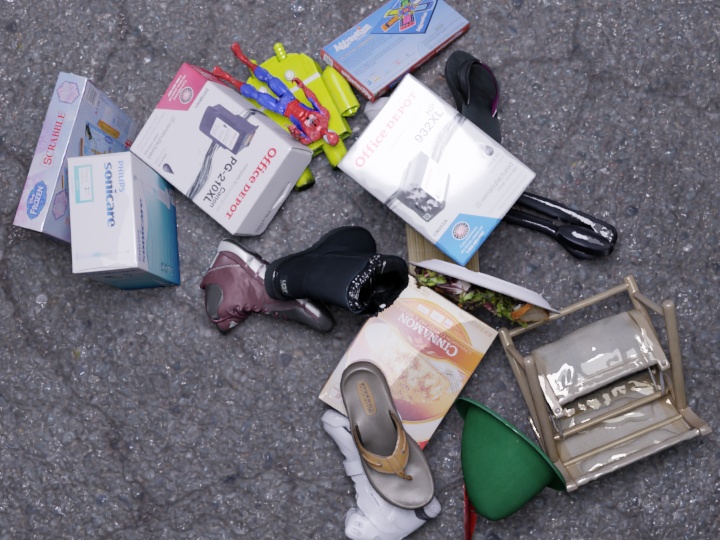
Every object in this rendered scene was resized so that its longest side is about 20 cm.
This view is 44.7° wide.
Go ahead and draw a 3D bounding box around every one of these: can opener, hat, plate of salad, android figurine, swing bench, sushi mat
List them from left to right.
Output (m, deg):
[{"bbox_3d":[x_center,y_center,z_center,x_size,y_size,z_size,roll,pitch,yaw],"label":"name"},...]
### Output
[{"bbox_3d":[-0.093,-0.219,1.227,0.181,0.041,0.201,-26,84,16],"label":"android figurine"},{"bbox_3d":[0.110,-0.033,1.174,0.095,0.012,0.201,-7,113,0],"label":"sushi mat"},{"bbox_3d":[0.143,0.288,1.087,0.200,0.166,0.176,46,75,-17],"label":"hat"},{"bbox_3d":[0.150,0.030,1.090,0.199,0.200,0.048,19,91,5],"label":"plate of salad"},{"bbox_3d":[0.256,-0.073,1.197,0.199,0.079,0.064,27,77,19],"label":"can opener"},{"bbox_3d":[0.311,0.144,1.127,0.198,0.130,0.201,-22,107,-1],"label":"swing bench"}]

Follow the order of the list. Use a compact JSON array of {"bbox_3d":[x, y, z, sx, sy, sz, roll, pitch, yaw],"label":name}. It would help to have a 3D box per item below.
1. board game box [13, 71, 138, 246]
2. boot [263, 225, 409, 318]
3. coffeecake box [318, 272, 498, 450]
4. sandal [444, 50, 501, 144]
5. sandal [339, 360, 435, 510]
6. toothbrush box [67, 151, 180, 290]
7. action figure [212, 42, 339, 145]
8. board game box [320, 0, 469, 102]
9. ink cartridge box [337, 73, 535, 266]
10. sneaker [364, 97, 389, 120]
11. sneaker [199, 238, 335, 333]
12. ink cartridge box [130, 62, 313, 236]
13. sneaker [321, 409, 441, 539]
[{"bbox_3d":[-0.372,-0.134,1.165,0.041,0.200,0.201,14,83,6],"label":"board game box"},{"bbox_3d":[0.000,0.000,1.112,0.168,0.200,0.077,8,112,41],"label":"boot"},{"bbox_3d":[0.062,0.120,1.155,0.153,0.073,0.201,32,94,1],"label":"coffeecake box"},{"bbox_3d":[0.162,-0.239,1.185,0.075,0.048,0.201,10,48,-17],"label":"sandal"},{"bbox_3d":[0.031,0.210,1.096,0.081,0.055,0.201,-20,91,1],"label":"sandal"},{"bbox_3d":[-0.306,-0.058,1.152,0.085,0.200,0.147,-5,83,2],"label":"toothbrush box"},{"bbox_3d":[-0.111,-0.233,1.159,0.200,0.099,0.065,37,89,8],"label":"action figure"},{"bbox_3d":[0.050,-0.321,1.217,0.103,0.019,0.200,44,66,13],"label":"board game box"},{"bbox_3d":[0.093,-0.123,1.085,0.200,0.084,0.145,39,96,2],"label":"ink cartridge box"},{"bbox_3d":[0.080,-0.153,1.199,0.199,0.075,0.115,27,84,5],"label":"sneaker"},{"bbox_3d":[-0.137,0.053,1.201,0.200,0.076,0.116,36,92,16],"label":"sneaker"},{"bbox_3d":[-0.188,-0.162,1.192,0.200,0.084,0.145,38,102,13],"label":"ink cartridge box"},{"bbox_3d":[0.001,0.284,1.155,0.200,0.075,0.115,43,84,4],"label":"sneaker"}]
